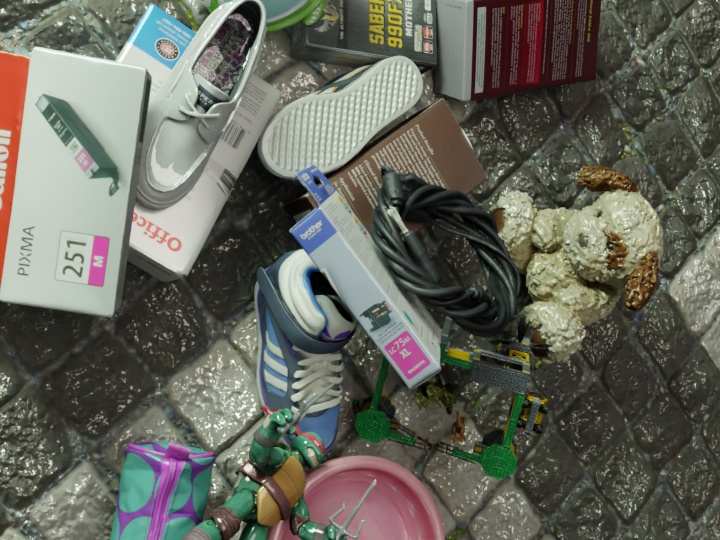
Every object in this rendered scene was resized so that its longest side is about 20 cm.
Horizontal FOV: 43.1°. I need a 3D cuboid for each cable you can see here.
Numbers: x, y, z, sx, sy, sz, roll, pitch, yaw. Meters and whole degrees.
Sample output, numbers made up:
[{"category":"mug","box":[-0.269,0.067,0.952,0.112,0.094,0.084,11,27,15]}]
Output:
[{"category":"cable","box":[0.093,-0.013,0.871,0.199,0.051,0.165,31,33,-32]}]

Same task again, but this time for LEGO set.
[{"category":"LEGO set","box":[0.093,0.114,0.940,0.196,0.116,0.157,7,107,9]}]

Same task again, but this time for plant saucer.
[{"category":"plant saucer","box":[-0.009,0.286,0.906,0.197,0.051,0.204,3,83,-26]}]

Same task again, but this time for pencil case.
[{"category":"pencil case","box":[-0.184,0.253,0.798,0.084,0.092,0.204,11,78,-11]}]

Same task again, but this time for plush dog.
[{"category":"plush dog","box":[0.253,-0.013,0.992,0.159,0.171,0.203,6,59,-38]}]

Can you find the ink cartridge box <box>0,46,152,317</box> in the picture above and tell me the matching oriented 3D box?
[{"category":"ink cartridge box","box":[-0.267,-0.075,0.731,0.170,0.044,0.204,8,92,-7]}]

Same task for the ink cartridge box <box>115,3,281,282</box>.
[{"category":"ink cartridge box","box":[-0.185,-0.112,0.838,0.145,0.084,0.202,32,73,-20]}]

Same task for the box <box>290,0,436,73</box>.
[{"category":"box","box":[0.003,-0.321,0.976,0.156,0.048,0.204,3,83,-27]}]

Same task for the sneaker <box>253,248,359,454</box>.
[{"category":"sneaker","box":[-0.042,0.081,0.855,0.079,0.146,0.204,-9,87,-27]}]

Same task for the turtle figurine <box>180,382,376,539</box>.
[{"category":"turtle figurine","box":[-0.072,0.203,0.814,0.200,0.100,0.151,-47,112,-31]}]

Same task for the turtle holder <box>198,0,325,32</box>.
[{"category":"turtle holder","box":[-0.080,-0.300,0.853,0.182,0.132,0.143,13,89,8]}]

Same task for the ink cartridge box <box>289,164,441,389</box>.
[{"category":"ink cartridge box","box":[0.000,0.000,0.802,0.042,0.119,0.201,-34,96,11]}]

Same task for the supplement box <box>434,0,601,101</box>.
[{"category":"supplement box","box":[0.180,-0.262,1.032,0.197,0.061,0.111,-13,116,-27]}]

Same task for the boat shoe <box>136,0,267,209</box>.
[{"category":"boat shoe","box":[-0.134,-0.146,0.780,0.072,0.068,0.202,35,73,-18]}]

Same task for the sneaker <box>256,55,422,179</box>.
[{"category":"sneaker","box":[-0.028,-0.148,0.923,0.199,0.079,0.079,-32,104,-27]}]

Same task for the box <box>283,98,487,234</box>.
[{"category":"box","box":[0.028,-0.083,0.951,0.199,0.075,0.101,-36,101,-23]}]
